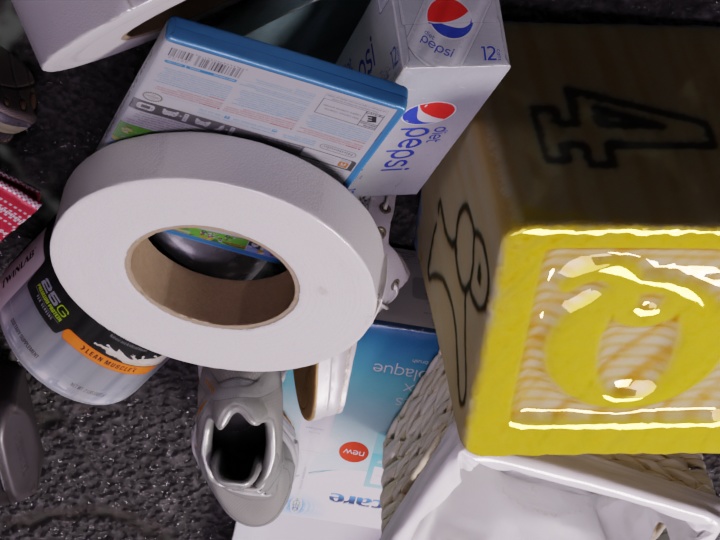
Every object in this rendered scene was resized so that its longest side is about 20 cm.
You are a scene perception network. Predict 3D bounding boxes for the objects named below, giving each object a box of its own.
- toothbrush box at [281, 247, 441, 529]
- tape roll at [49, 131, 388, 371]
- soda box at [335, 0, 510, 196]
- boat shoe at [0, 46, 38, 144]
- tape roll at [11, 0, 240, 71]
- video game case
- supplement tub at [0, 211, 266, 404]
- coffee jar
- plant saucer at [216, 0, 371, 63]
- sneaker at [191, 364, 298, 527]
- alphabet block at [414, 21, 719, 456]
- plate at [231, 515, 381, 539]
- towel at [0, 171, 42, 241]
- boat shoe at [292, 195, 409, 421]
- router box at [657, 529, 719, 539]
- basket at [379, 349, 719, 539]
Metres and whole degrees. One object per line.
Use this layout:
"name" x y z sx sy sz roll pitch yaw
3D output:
"toothbrush box" 0.007 0.083 1.702 0.145 0.086 0.201 10 132 -7
"tape roll" -0.084 -0.008 1.457 0.201 0.037 0.203 7 145 5
"soda box" 0.026 -0.109 1.463 0.068 0.064 0.200 -3 161 -16
"boat shoe" -0.299 -0.129 1.527 0.199 0.075 0.073 32 125 -23
"tape roll" -0.111 -0.212 1.338 0.202 0.203 0.140 -24 92 21
"video game case" -0.074 -0.071 1.418 0.142 0.018 0.200 15 149 -16
"supplement tub" -0.139 -0.013 1.594 0.122 0.123 0.200 31 125 -24
"coffee jar" -0.328 0.119 1.739 0.199 0.086 0.105 -3 129 5
"plant saucer" -0.028 -0.144 1.485 0.200 0.039 0.201 -20 166 -5
"sneaker" -0.082 0.122 1.618 0.075 0.092 0.201 1 140 4
"alphabet block" 0.151 -0.021 1.514 0.195 0.201 0.196 -2 133 -9
"plate" -0.004 0.217 1.857 0.199 0.032 0.200 10 130 -7
"towel" -0.311 -0.045 1.596 0.144 0.023 0.200 31 144 -23
"boat shoe" 0.000 0.000 1.574 0.069 0.201 0.071 9 175 -18
"router box" 0.217 0.274 1.892 0.199 0.049 0.180 -19 129 17
"basket" 0.120 0.140 1.616 0.199 0.124 0.136 17 129 -19
